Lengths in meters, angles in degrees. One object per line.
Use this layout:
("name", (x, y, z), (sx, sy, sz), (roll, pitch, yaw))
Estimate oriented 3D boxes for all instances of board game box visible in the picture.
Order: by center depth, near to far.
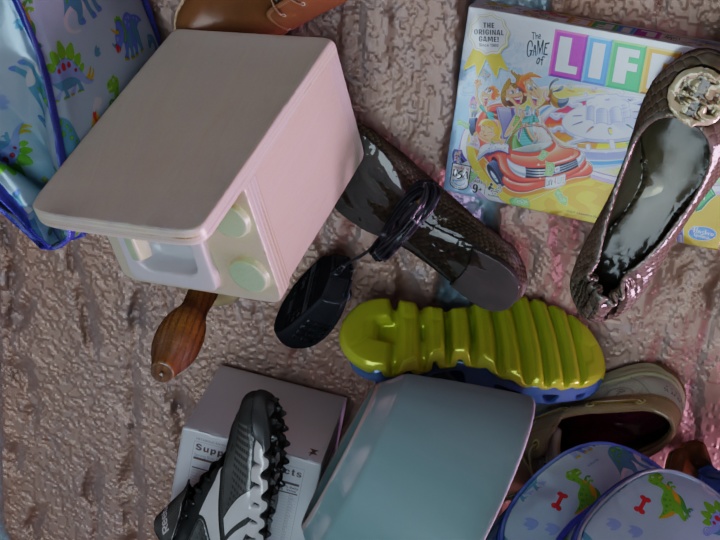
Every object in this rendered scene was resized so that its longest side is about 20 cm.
("board game box", (0.164, -0.102, 0.992), (0.198, 0.034, 0.136), (13, 113, 15))

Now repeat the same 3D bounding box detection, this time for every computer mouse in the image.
("computer mouse", (0.000, 0.000, 1.045), (0.034, 0.059, 0.200), (31, 136, -19))

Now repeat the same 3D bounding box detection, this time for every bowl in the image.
("bowl", (0.030, 0.152, 1.000), (0.104, 0.201, 0.202), (29, 114, -1))

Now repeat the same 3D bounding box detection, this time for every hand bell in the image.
("hand bell", (-0.114, 0.019, 1.011), (0.103, 0.200, 0.105), (5, 119, 9))

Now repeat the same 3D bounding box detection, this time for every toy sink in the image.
("toy sink", (-0.101, -0.056, 0.957), (0.129, 0.201, 0.113), (7, 135, 25))

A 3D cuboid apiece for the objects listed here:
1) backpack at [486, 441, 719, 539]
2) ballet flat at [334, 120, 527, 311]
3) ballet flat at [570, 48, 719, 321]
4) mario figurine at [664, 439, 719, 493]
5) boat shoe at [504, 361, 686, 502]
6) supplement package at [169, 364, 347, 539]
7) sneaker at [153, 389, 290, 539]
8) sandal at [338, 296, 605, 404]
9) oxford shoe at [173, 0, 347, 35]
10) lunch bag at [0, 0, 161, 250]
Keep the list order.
("backpack", (0.182, 0.218, 0.972), (0.200, 0.182, 0.147), (45, 144, 21))
("ballet flat", (0.042, -0.046, 1.052), (0.199, 0.046, 0.068), (37, 127, 1))
("ballet flat", (0.192, -0.050, 0.946), (0.067, 0.046, 0.201), (29, 116, 9))
("mario figurine", (0.324, 0.153, 1.034), (0.198, 0.124, 0.107), (12, 131, 21))
("boat shoe", (0.150, 0.131, 1.085), (0.199, 0.066, 0.074), (-28, 104, 20))
("supplement package", (-0.088, 0.196, 1.130), (0.113, 0.110, 0.202), (15, 113, 4))
("sneaker", (-0.103, 0.173, 1.028), (0.090, 0.067, 0.202), (11, 115, 4))
("sandal", (0.083, 0.069, 1.078), (0.198, 0.080, 0.087), (6, 141, 4))
("oxford shoe", (-0.051, -0.200, 0.991), (0.199, 0.071, 0.072), (-24, 107, 20))
("lunch bag", (-0.214, -0.134, 0.988), (0.127, 0.170, 0.201), (-16, 109, 25))
